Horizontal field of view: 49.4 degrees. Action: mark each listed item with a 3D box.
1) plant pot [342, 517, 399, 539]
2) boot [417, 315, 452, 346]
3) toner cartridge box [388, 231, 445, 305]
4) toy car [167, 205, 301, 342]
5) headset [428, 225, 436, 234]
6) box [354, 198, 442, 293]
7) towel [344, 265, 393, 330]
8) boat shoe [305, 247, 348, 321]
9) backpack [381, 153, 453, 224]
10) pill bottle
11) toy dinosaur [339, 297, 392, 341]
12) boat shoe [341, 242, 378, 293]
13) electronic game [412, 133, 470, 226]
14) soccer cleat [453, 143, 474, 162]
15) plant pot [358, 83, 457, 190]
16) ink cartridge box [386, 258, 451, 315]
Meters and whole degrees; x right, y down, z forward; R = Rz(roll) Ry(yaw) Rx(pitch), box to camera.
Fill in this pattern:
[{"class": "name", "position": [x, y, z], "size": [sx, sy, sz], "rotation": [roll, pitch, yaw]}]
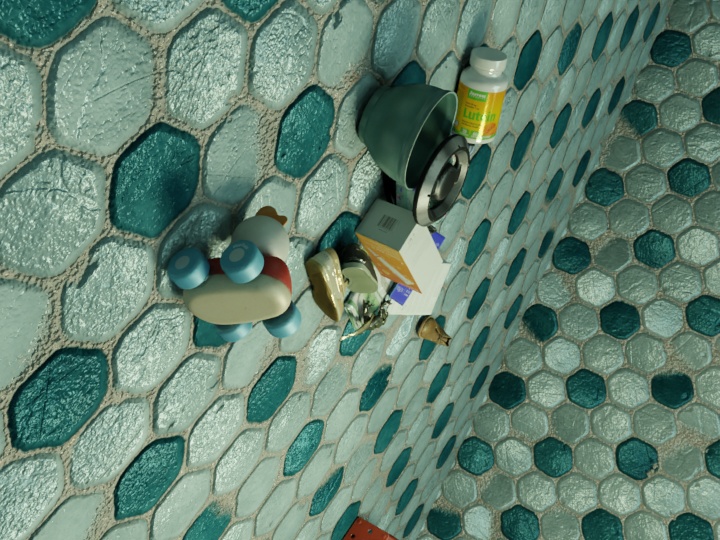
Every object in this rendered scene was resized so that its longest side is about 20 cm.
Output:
[{"class": "plant pot", "position": [0.028, 0.943, 2.613], "size": [0.200, 0.199, 0.177], "rotation": [-50, 141, -28]}, {"class": "boot", "position": [0.229, 0.188, 2.377], "size": [0.074, 0.075, 0.200], "rotation": [-61, 156, -1]}, {"class": "toner cartridge box", "position": [0.141, -0.007, 1.970], "size": [0.201, 0.043, 0.095], "rotation": [-58, 180, 0]}, {"class": "toy car", "position": [-0.183, -0.019, 1.259], "size": [0.185, 0.176, 0.201], "rotation": [61, 29, -47]}, {"class": "headset", "position": [0.152, -0.107, 1.887], "size": [0.124, 0.094, 0.200], "rotation": [-65, 168, 3]}, {"class": "box", "position": [0.089, -0.052, 1.748], "size": [0.098, 0.124, 0.200], "rotation": [-57, 148, -15]}, {"class": "towel", "position": [0.036, 0.040, 1.877], "size": [0.200, 0.031, 0.149], "rotation": [-56, 156, -18]}, {"class": "boat shoe", "position": [-0.058, 0.030, 1.617], "size": [0.069, 0.074, 0.200], "rotation": [-45, 151, -24]}, {"class": "backpack", "position": [0.133, -0.197, 1.704], "size": [0.167, 0.126, 0.201], "rotation": [-39, 140, -38]}, {"class": "pill bottle", "position": [0.280, -0.408, 1.822], "size": [0.111, 0.111, 0.201], "rotation": [-38, 146, -45]}, {"class": "toy dinosaur", "position": [0.026, 0.109, 1.843], "size": [0.200, 0.047, 0.089], "rotation": [-19, 135, -55]}, {"class": "boat shoe", "position": [0.000, 0.000, 1.711], "size": [0.201, 0.071, 0.061], "rotation": [69, 20, -70]}, {"class": "electronic game", "position": [0.165, -0.182, 1.595], "size": [0.200, 0.041, 0.201], "rotation": [-46, 151, -34]}, {"class": "soccer cleat", "position": [0.224, -0.276, 1.891], "size": [0.200, 0.070, 0.087], "rotation": [-20, 130, -59]}, {"class": "plant pot", "position": [0.080, -0.274, 1.505], "size": [0.201, 0.134, 0.201], "rotation": [-54, 162, -26]}, {"class": "ink cartridge box", "position": [0.145, 0.041, 2.116], "size": [0.199, 0.050, 0.163], "rotation": [5, 111, -46]}]
